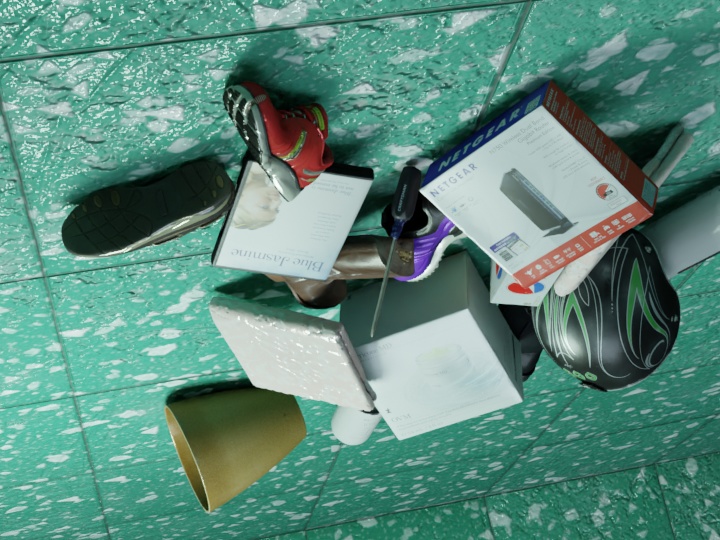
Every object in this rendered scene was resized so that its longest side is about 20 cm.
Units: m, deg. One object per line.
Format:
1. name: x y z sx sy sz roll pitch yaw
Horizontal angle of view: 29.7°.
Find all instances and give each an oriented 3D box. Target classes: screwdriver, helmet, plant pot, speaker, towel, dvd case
1. screwdriver: 0.033 -0.022 1.562 0.029 0.202 0.028 17 -173 -11
2. helmet: 0.322 0.043 1.818 0.198 0.201 0.191 -21 126 21
3. plant pot: -0.195 0.270 2.221 0.198 0.188 0.187 -21 163 -17
4. speaker: 0.001 0.242 2.369 0.080 0.082 0.200 -8 159 -13
5. towel: -0.087 0.111 1.818 0.198 0.032 0.192 10 147 26
6. towel: 0.317 -0.069 1.658 0.191 0.032 0.200 -48 170 -19
7. dvd case: -0.080 -0.057 1.521 0.141 0.018 0.201 7 144 -15
8. speaker: 0.460 -0.057 1.833 0.081 0.082 0.199 5 153 -40

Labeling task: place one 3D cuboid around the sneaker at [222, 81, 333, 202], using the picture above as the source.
1. sneaker: -0.075 -0.143 1.343 0.084 0.077 0.200 -34 160 0

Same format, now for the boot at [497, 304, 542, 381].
1. boot: 0.197 0.066 1.997 0.198 0.077 0.169 25 135 1

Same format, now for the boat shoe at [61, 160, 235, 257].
1. boat shoe: -0.223 -0.053 1.459 0.198 0.075 0.073 -15 160 11

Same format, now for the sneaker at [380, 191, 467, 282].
1. sneaker: 0.063 -0.052 1.658 0.098 0.070 0.200 6 151 -24

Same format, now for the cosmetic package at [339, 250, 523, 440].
1. cosmetic package: 0.099 0.108 1.898 0.198 0.124 0.201 -20 127 19

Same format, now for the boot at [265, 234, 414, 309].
1. boot: 0.000 0.000 1.680 0.198 0.065 0.186 -7 163 32

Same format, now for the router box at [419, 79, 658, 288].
1. router box: 0.195 -0.090 1.502 0.179 0.049 0.199 41 134 -17

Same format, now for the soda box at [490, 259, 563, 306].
1. soda box: 0.213 -0.020 1.701 0.067 0.064 0.200 4 157 -5
